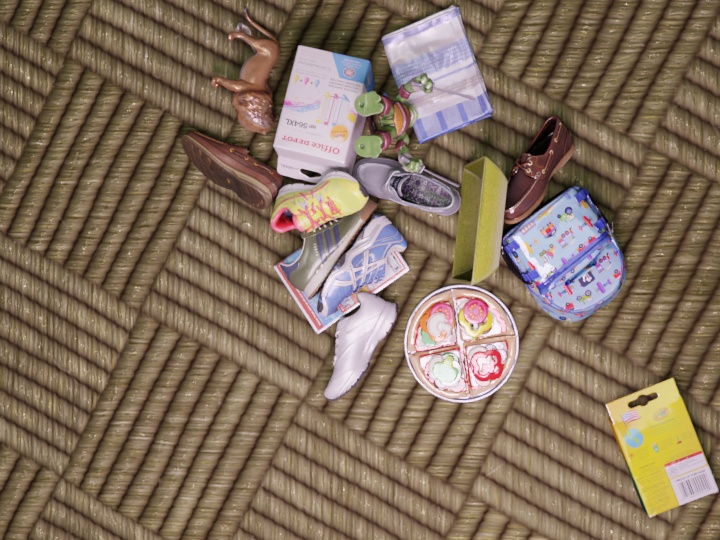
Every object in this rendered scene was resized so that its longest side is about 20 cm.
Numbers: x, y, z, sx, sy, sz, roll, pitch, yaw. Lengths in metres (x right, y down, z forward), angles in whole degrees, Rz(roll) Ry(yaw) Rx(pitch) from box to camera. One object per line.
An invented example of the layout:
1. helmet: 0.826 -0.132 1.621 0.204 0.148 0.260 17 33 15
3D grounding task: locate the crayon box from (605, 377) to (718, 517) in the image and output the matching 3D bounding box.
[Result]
1. crayon box: 0.500 0.292 1.653 0.125 0.051 0.203 -21 89 5

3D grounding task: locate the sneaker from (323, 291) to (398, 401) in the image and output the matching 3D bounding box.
1. sneaker: -0.013 0.129 1.693 0.086 0.075 0.202 30 84 2

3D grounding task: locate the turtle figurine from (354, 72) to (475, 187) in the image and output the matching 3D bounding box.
1. turtle figurine: 0.083 -0.238 1.593 0.200 0.193 0.145 41 120 17

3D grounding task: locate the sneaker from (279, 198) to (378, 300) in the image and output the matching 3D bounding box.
1. sneaker: -0.061 -0.056 1.679 0.089 0.067 0.201 36 92 5

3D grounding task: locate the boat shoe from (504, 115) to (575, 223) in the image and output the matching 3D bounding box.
1. boat shoe: 0.282 -0.169 1.630 0.070 0.071 0.201 12 58 43

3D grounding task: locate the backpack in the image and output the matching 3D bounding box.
1. backpack: 0.344 -0.017 1.626 0.181 0.135 0.201 -33 90 6

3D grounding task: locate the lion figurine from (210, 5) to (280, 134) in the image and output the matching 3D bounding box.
1. lion figurine: -0.182 -0.345 1.707 0.121 0.072 0.203 19 88 -2

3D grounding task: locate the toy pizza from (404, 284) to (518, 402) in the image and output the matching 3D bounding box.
1. toy pizza: 0.173 0.126 1.693 0.197 0.032 0.204 0 91 5

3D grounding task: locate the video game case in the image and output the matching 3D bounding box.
1. video game case: -0.033 -0.004 1.719 0.199 0.017 0.144 -34 87 4

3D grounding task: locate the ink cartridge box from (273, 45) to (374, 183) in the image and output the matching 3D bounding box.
1. ink cartridge box: -0.062 -0.249 1.655 0.127 0.125 0.203 13 84 5

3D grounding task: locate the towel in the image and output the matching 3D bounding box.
1. towel: 0.132 -0.337 1.699 0.145 0.024 0.203 -20 89 6

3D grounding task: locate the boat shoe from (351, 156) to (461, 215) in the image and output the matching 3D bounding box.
1. boat shoe: 0.075 -0.147 1.677 0.198 0.071 0.071 20 92 11

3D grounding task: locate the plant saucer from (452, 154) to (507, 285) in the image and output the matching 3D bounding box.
1. plant saucer: 0.196 -0.077 1.610 0.047 0.200 0.203 6 91 -4

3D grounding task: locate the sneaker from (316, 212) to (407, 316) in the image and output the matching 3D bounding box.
1. sneaker: 0.000 0.000 1.659 0.077 0.076 0.201 38 84 3

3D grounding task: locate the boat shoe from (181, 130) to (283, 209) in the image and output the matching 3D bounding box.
1. boat shoe: -0.223 -0.184 1.719 0.199 0.072 0.068 33 60 12

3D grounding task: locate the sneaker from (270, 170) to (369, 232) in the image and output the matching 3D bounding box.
1. sneaker: -0.070 -0.100 1.632 0.198 0.091 0.078 -11 128 40
